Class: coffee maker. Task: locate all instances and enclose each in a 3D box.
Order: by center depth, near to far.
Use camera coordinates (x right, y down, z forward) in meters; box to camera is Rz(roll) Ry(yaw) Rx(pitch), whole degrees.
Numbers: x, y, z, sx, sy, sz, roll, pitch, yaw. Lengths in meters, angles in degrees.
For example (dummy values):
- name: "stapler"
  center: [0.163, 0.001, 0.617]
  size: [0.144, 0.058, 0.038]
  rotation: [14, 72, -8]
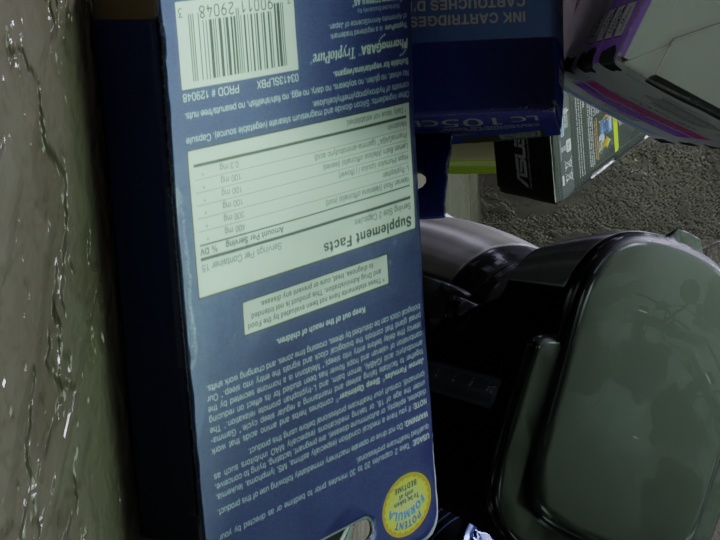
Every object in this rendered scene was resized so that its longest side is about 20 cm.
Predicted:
- name: "coffee maker"
  center: [0.062, 0.072, 0.715]
  size: [0.200, 0.133, 0.194]
  rotation: [13, -73, 62]

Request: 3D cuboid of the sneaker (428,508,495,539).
- name: "sneaker"
  center: [0.057, 0.142, 0.838]
  size: [0.078, 0.070, 0.201]
  rotation: [-56, -159, 33]

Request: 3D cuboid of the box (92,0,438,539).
- name: "box"
  center: [-0.024, 0.005, 0.518]
  size: [0.121, 0.032, 0.202]
  rotation: [-18, 108, -50]

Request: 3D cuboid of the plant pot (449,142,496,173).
- name: "plant pot"
  center: [0.082, -0.169, 1.084]
  size: [0.182, 0.197, 0.202]
  rotation: [-66, 154, -62]

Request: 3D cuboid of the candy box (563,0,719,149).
- name: "candy box"
  center: [0.142, -0.135, 0.611]
  size: [0.200, 0.071, 0.169]
  rotation: [-113, -132, -84]

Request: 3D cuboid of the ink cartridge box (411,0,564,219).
- name: "ink cartridge box"
  center: [0.006, -0.118, 0.606]
  size: [0.076, 0.135, 0.202]
  rotation: [8, 79, -82]

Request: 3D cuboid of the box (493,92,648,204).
- name: "box"
  center: [0.132, -0.162, 0.944]
  size: [0.160, 0.044, 0.202]
  rotation: [-36, 128, -40]

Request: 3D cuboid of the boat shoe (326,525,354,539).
- name: "boat shoe"
  center: [-0.019, 0.013, 0.625]
  size: [0.068, 0.073, 0.201]
  rotation: [107, -5, -63]
